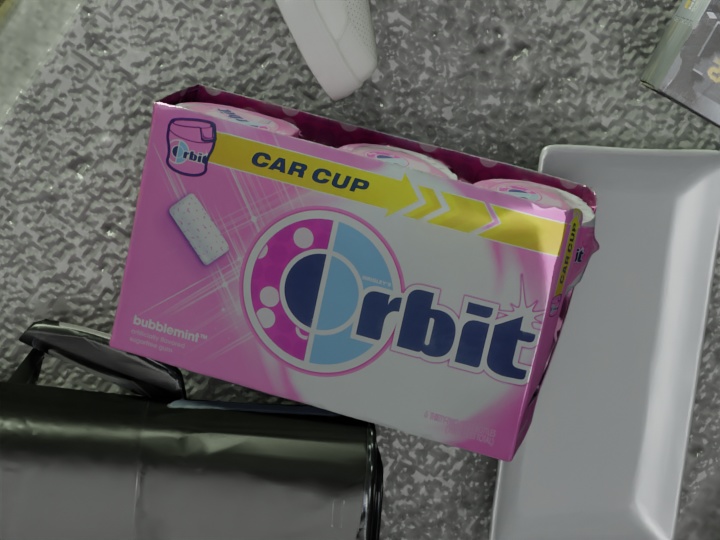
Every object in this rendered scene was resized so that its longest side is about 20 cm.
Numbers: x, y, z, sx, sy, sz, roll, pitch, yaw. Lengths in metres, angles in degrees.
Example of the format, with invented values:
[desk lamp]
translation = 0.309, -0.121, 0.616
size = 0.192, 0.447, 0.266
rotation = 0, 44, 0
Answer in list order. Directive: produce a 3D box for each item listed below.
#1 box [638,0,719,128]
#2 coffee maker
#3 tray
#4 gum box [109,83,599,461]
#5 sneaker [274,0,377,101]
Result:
[box]
translation = 0.249, -0.102, 0.923
size = 0.199, 0.048, 0.159
rotation = 28, 98, -7
[coffee maker]
translation = -0.092, 0.123, 0.911
size = 0.198, 0.193, 0.136
rotation = 5, 120, -1
[tray]
translation = 0.113, 0.040, 0.977
size = 0.107, 0.022, 0.202
rotation = 0, 104, -26
[gum box]
translation = 0.000, 0.000, 0.916
size = 0.198, 0.066, 0.114
rotation = 15, 105, 10
[sneaker]
translation = -0.003, -0.186, 0.921
size = 0.115, 0.074, 0.201
rotation = -20, 99, 4
